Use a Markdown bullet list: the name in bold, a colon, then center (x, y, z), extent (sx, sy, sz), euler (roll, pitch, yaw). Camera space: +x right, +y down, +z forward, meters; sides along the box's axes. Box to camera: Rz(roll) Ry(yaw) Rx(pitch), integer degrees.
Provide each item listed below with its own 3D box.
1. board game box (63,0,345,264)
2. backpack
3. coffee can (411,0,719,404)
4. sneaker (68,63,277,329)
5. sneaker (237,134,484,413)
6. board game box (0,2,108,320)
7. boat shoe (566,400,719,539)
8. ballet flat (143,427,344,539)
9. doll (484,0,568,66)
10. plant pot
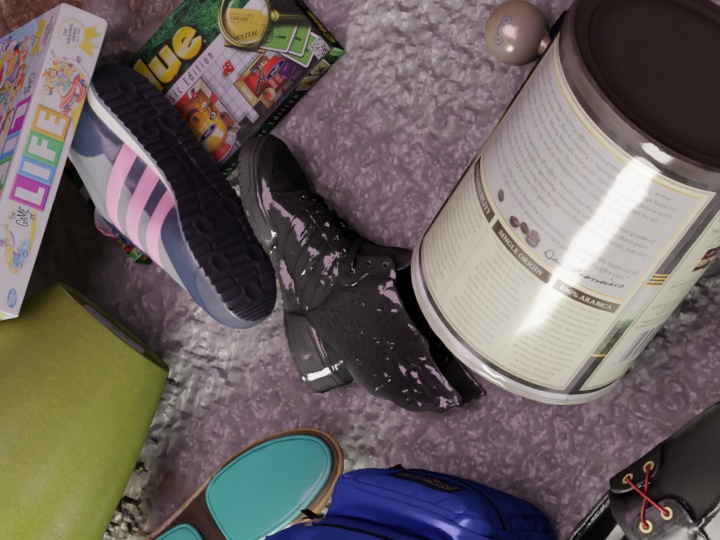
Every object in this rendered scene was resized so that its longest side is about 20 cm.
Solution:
- **board game box**: center (-0.109, -0.110, 1.617), extent (0.200, 0.023, 0.105), euler (-47, 66, 17)
- **backpack**: center (0.018, 0.200, 1.433), extent (0.162, 0.200, 0.168), euler (9, 91, 28)
- **coffee can**: center (0.134, -0.042, 1.376), extent (0.146, 0.146, 0.200), euler (52, 134, 20)
- **sneaker**: center (-0.126, -0.033, 1.582), extent (0.082, 0.070, 0.200), euler (-47, 66, 36)
- **sneaker**: center (-0.001, 0.000, 1.536), extent (0.104, 0.060, 0.200), euler (-19, 84, 27)
- **board game box**: center (-0.228, -0.064, 1.599), extent (0.134, 0.034, 0.200), euler (-12, 59, 63)
- **boat shoe**: center (0.172, 0.138, 1.383), extent (0.201, 0.063, 0.074), euler (-58, 41, 44)
- **ballet flat**: center (-0.084, 0.166, 1.567), extent (0.200, 0.063, 0.069), euler (-35, 63, 15)
- **doll**: center (0.162, -0.113, 1.458), extent (0.200, 0.048, 0.137), euler (26, 111, 26)
- **plant pot**: center (-0.221, 0.112, 1.590), extent (0.187, 0.187, 0.200), euler (38, 90, 24)
